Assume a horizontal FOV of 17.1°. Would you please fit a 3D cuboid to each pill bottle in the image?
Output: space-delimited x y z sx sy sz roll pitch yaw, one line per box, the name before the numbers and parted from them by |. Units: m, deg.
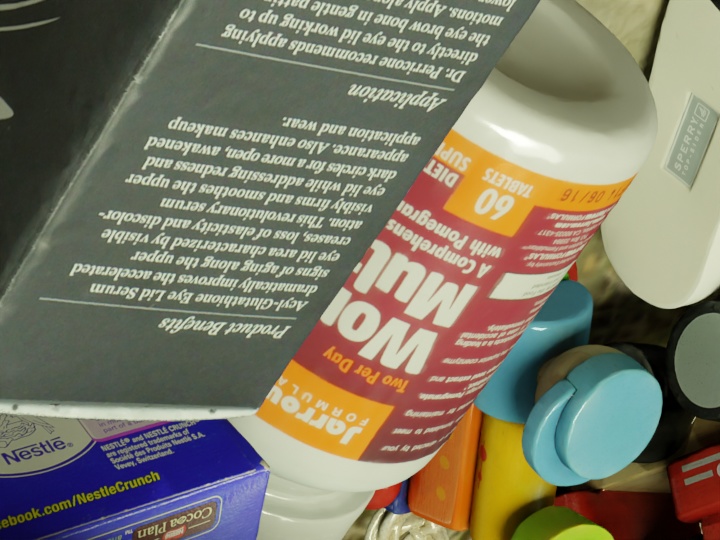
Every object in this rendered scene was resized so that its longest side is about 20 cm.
pill bottle | 0.000 0.000 0.767 0.109 0.110 0.200 4 130 -41

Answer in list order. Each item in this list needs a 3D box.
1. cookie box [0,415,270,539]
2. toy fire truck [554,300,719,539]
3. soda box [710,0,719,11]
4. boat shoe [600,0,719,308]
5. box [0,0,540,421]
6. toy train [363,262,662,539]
cookie box | -0.130 0.133 0.733 0.171 0.075 0.200 -15 135 -32
toy fire truck | 0.149 0.130 0.928 0.128 0.201 0.176 8 155 -43
soda box | 0.130 -0.104 0.665 0.071 0.200 0.063 -23 142 -14
boat shoe | 0.149 -0.067 0.844 0.068 0.072 0.200 -26 144 -37
box | -0.049 -0.082 0.600 0.104 0.148 0.200 5 131 -42
toy train | 0.051 0.088 0.874 0.084 0.116 0.201 -11 124 -27
